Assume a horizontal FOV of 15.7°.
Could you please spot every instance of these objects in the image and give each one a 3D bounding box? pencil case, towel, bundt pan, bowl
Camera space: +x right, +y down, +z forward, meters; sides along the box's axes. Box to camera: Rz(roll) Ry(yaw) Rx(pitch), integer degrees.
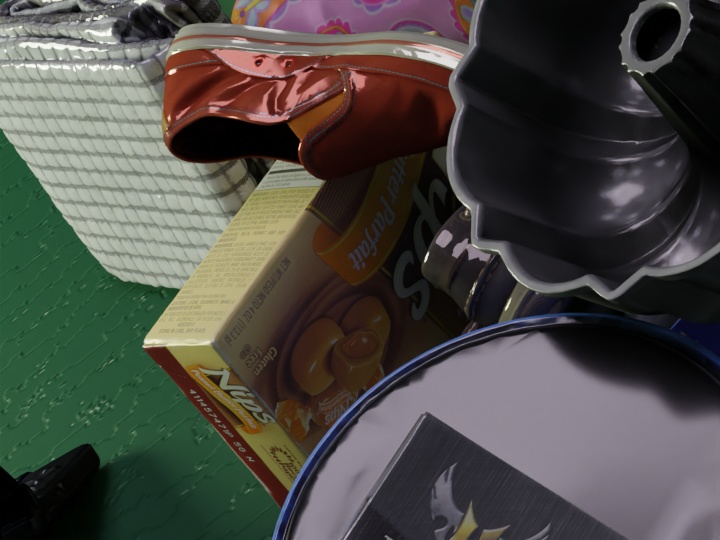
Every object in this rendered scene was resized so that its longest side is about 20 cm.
[{"bbox_3d":[0.022,-0.142,1.428,0.199,0.088,0.088,-14,36,37],"label":"pencil case"},{"bbox_3d":[-0.107,-0.078,1.394,0.086,0.166,0.200,-45,28,-27],"label":"towel"},{"bbox_3d":[0.128,-0.070,0.931,0.202,0.076,0.203,-27,49,37],"label":"bundt pan"},{"bbox_3d":[0.059,0.100,0.892,0.200,0.039,0.201,-13,49,16],"label":"bowl"}]

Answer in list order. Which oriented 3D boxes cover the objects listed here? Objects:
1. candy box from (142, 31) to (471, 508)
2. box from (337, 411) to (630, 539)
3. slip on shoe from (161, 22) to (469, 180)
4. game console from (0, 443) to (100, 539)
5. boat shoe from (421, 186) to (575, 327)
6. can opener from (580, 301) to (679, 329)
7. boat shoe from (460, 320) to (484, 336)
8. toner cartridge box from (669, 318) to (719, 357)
[{"bbox_3d":[0.000,0.000,1.198,0.055,0.116,0.200,-2,44,47],"label":"candy box"},{"bbox_3d":[0.061,0.163,0.791,0.159,0.200,0.048,-56,-14,-7],"label":"box"},{"bbox_3d":[-0.002,-0.067,1.131,0.199,0.074,0.061,6,72,29],"label":"slip on shoe"},{"bbox_3d":[-0.252,0.116,1.268,0.200,0.117,0.176,-29,6,15],"label":"game console"},{"bbox_3d":[0.078,-0.035,1.148,0.075,0.073,0.200,-63,-5,25],"label":"boat shoe"},{"bbox_3d":[0.130,-0.018,1.124,0.053,0.067,0.200,-1,45,50],"label":"can opener"},{"bbox_3d":[0.020,0.087,1.082,0.200,0.059,0.072,-64,1,-37],"label":"boat shoe"},{"bbox_3d":[0.080,0.099,0.979,0.200,0.043,0.095,-46,-15,-14],"label":"toner cartridge box"}]
